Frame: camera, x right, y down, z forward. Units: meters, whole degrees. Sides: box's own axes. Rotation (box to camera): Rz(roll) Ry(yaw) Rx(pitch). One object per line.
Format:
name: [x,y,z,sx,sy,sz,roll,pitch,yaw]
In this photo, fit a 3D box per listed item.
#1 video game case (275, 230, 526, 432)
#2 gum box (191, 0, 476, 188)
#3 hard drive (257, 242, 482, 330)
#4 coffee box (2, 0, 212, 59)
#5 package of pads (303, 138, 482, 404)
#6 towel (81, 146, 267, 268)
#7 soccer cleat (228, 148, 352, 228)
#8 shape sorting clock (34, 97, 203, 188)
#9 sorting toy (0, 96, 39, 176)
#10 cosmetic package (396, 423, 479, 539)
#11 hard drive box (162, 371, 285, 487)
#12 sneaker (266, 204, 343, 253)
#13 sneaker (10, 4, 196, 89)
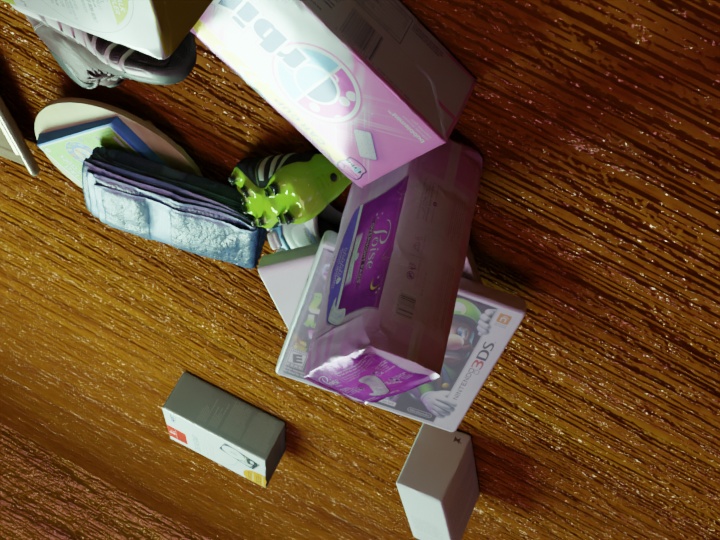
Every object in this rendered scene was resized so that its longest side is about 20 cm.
video game case: [0.033,0.065,0.876,0.196,0.024,0.184,19,130,-5]
gum box: [-0.027,-0.163,0.669,0.199,0.067,0.113,41,149,-20]
hard drive: [0.017,0.022,0.877,0.196,0.027,0.133,-12,126,19]
coffee box: [-0.145,-0.270,0.462,0.195,0.202,0.201,21,151,14]
package of pads: [0.027,-0.003,0.732,0.075,0.203,0.120,25,152,-22]
towel: [-0.194,-0.060,0.968,0.196,0.049,0.112,17,150,-3]
soccer cleat: [-0.065,-0.079,0.847,0.199,0.080,0.069,16,133,65]
shape sorting clock: [-0.257,-0.117,0.993,0.196,0.040,0.201,12,150,7]
sorting toy: [-0.467,-0.208,1.056,0.197,0.037,0.186,26,152,18]
cosmetic package: [0.111,0.303,1.271,0.070,0.102,0.202,17,149,22]
hard drive box: [-0.231,0.276,1.577,0.197,0.078,0.157,25,152,9]
sneaker: [0.000,0.000,0.913,0.199,0.076,0.086,40,143,-21]
sneaker: [-0.211,-0.194,0.804,0.198,0.076,0.116,31,160,21]
